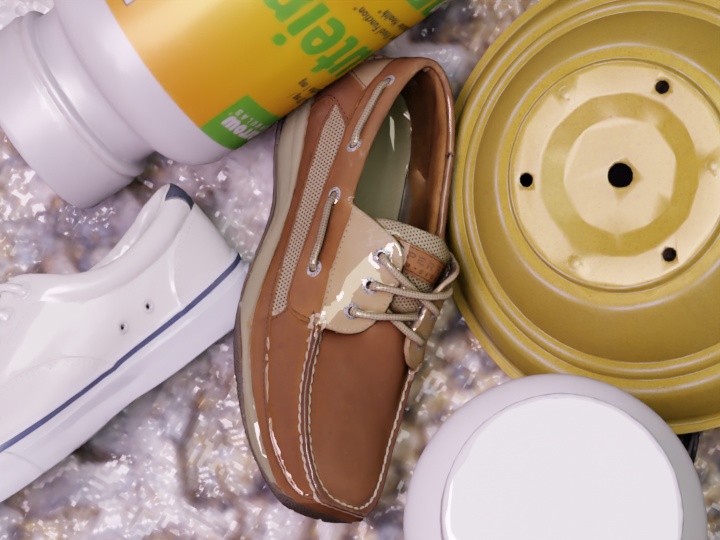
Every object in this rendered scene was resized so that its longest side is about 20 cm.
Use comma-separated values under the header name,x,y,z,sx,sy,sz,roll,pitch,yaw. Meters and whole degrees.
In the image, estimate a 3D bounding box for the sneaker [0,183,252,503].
name,x,y,z,sx,sy,sz,roll,pitch,yaw
sneaker,-0.134,0.040,0.997,0.200,0.073,0.071,-38,97,-24

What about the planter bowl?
name,x,y,z,sx,sy,sz,roll,pitch,yaw
planter bowl,0.113,-0.035,0.995,0.199,0.083,0.202,-2,85,19

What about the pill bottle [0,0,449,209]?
name,x,y,z,sx,sy,sz,roll,pitch,yaw
pill bottle,-0.056,-0.113,1.003,0.199,0.111,0.112,-34,79,12

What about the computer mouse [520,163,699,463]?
name,x,y,z,sx,sy,sz,roll,pitch,yaw
computer mouse,0.109,0.006,1.050,0.058,0.034,0.202,-10,77,-9

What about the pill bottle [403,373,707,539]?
name,x,y,z,sx,sy,sz,roll,pitch,yaw
pill bottle,0.072,0.099,0.928,0.112,0.200,0.114,0,80,3

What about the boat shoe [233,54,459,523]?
name,x,y,z,sx,sy,sz,roll,pitch,yaw
boat shoe,0.000,0.000,1.002,0.075,0.074,0.202,21,64,-40
